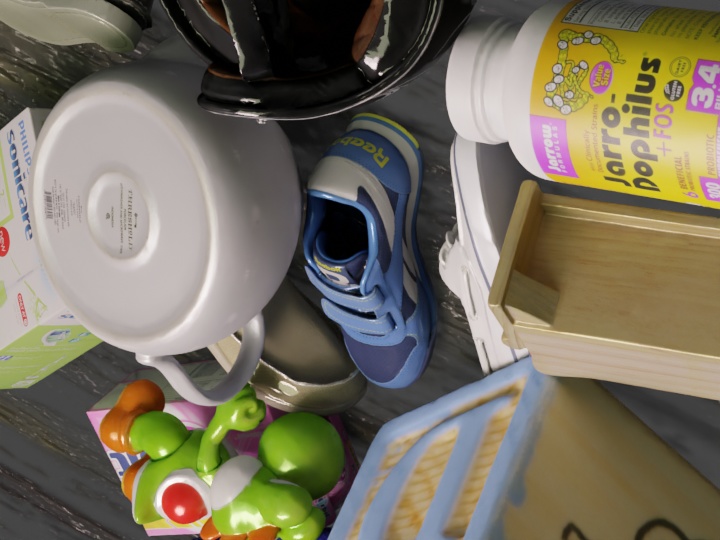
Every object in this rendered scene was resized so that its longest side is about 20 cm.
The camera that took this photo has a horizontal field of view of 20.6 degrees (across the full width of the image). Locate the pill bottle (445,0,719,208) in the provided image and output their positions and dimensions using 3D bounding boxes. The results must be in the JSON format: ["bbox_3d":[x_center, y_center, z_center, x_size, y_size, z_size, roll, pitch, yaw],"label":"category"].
[{"bbox_3d":[0.150,-0.095,1.093,0.199,0.104,0.105,11,126,32],"label":"pill bottle"}]

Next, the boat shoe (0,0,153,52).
[{"bbox_3d":[-0.199,-0.191,1.327,0.200,0.061,0.072,17,165,47],"label":"boat shoe"}]

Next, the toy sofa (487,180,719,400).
[{"bbox_3d":[0.180,0.016,1.119,0.198,0.083,0.098,9,159,25],"label":"toy sofa"}]

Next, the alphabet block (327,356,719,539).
[{"bbox_3d":[0.104,0.200,1.239,0.200,0.196,0.196,41,142,-17],"label":"alphabet block"}]

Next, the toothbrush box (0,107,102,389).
[{"bbox_3d":[-0.241,-0.011,1.429,0.199,0.086,0.147,-28,70,45],"label":"toothbrush box"}]

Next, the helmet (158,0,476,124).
[{"bbox_3d":[-0.029,-0.181,1.111,0.198,0.191,0.202,1,112,1],"label":"helmet"}]

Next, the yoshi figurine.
[{"bbox_3d":[-0.083,0.131,1.366,0.199,0.112,0.113,15,93,45],"label":"yoshi figurine"}]

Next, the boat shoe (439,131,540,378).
[{"bbox_3d":[0.080,-0.003,1.235,0.065,0.074,0.202,0,119,32],"label":"boat shoe"}]

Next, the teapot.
[{"bbox_3d":[-0.106,-0.042,1.270,0.198,0.146,0.200,53,126,16],"label":"teapot"}]

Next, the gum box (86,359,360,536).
[{"bbox_3d":[-0.096,0.130,1.470,0.199,0.066,0.114,-9,113,41],"label":"gum box"}]

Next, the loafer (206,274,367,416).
[{"bbox_3d":[-0.077,0.025,1.375,0.199,0.076,0.069,36,141,13],"label":"loafer"}]

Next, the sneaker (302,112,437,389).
[{"bbox_3d":[0.000,0.000,1.293,0.073,0.082,0.202,11,127,29],"label":"sneaker"}]

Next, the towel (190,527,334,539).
[{"bbox_3d":[-0.017,0.212,1.418,0.199,0.147,0.050,-10,75,43],"label":"towel"}]

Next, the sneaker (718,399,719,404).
[{"bbox_3d":[0.281,0.077,1.152,0.200,0.074,0.087,39,119,5],"label":"sneaker"}]
